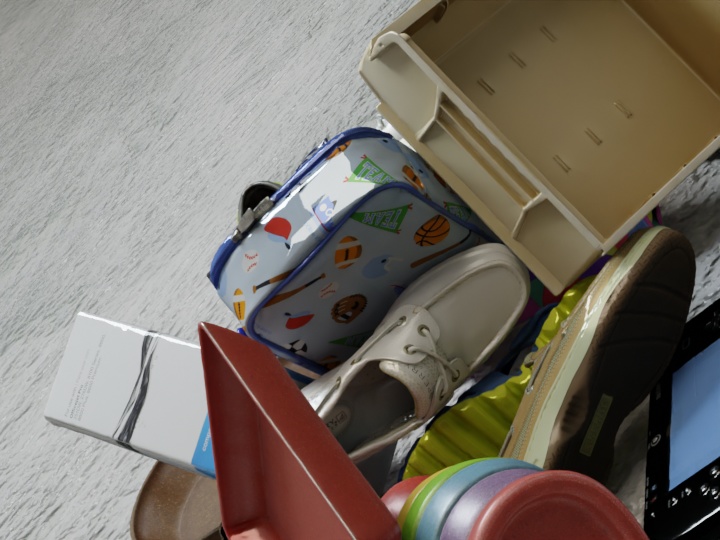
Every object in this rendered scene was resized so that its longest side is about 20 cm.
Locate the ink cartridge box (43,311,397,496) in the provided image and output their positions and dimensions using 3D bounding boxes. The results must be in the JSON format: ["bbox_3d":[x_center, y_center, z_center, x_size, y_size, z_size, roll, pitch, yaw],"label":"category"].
[{"bbox_3d":[-0.095,0.100,1.467,0.199,0.144,0.085,13,82,40],"label":"ink cartridge box"}]

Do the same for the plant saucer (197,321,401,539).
[{"bbox_3d":[-0.028,0.151,1.243,0.037,0.200,0.200,-22,48,-18],"label":"plant saucer"}]

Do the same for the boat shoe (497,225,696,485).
[{"bbox_3d":[0.129,0.059,1.289,0.076,0.072,0.201,22,82,50],"label":"boat shoe"}]

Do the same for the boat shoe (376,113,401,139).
[{"bbox_3d":[0.043,-0.112,1.753,0.199,0.066,0.074,-21,20,2],"label":"boat shoe"}]

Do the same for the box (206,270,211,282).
[{"bbox_3d":[-0.040,-0.009,1.802,0.161,0.049,0.200,-41,22,-2],"label":"box"}]

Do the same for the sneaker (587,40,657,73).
[{"bbox_3d":[0.117,-0.103,1.488,0.201,0.067,0.108,-37,12,17],"label":"sneaker"}]

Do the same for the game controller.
[{"bbox_3d":[0.206,0.081,1.230,0.104,0.042,0.200,-31,24,27],"label":"game controller"}]

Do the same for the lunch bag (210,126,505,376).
[{"bbox_3d":[0.000,0.000,1.379,0.160,0.200,0.076,-44,52,13],"label":"lunch bag"}]

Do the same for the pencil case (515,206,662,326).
[{"bbox_3d":[0.116,-0.007,1.486,0.200,0.088,0.089,-34,23,20],"label":"pencil case"}]

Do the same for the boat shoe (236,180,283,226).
[{"bbox_3d":[-0.059,-0.013,1.704,0.072,0.061,0.201,-41,24,4],"label":"boat shoe"}]

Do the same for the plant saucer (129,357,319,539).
[{"bbox_3d":[-0.089,0.146,1.619,0.200,0.037,0.201,-35,24,18],"label":"plant saucer"}]

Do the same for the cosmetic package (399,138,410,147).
[{"bbox_3d":[0.082,-0.064,1.609,0.200,0.071,0.106,-35,60,18],"label":"cosmetic package"}]

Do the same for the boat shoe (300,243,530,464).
[{"bbox_3d":[0.031,0.065,1.330,0.200,0.071,0.069,-43,15,1],"label":"boat shoe"}]

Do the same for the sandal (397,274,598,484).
[{"bbox_3d":[0.103,0.086,1.366,0.200,0.080,0.087,-43,5,-5],"label":"sandal"}]

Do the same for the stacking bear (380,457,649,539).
[{"bbox_3d":[0.066,0.161,1.212,0.121,0.114,0.200,-18,6,-22],"label":"stacking bear"}]

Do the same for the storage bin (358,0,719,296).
[{"bbox_3d":[0.136,-0.125,1.344,0.200,0.199,0.094,-41,-7,-23],"label":"storage bin"}]

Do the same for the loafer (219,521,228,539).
[{"bbox_3d":[-0.055,0.205,1.404,0.073,0.071,0.200,-45,22,-6],"label":"loafer"}]
